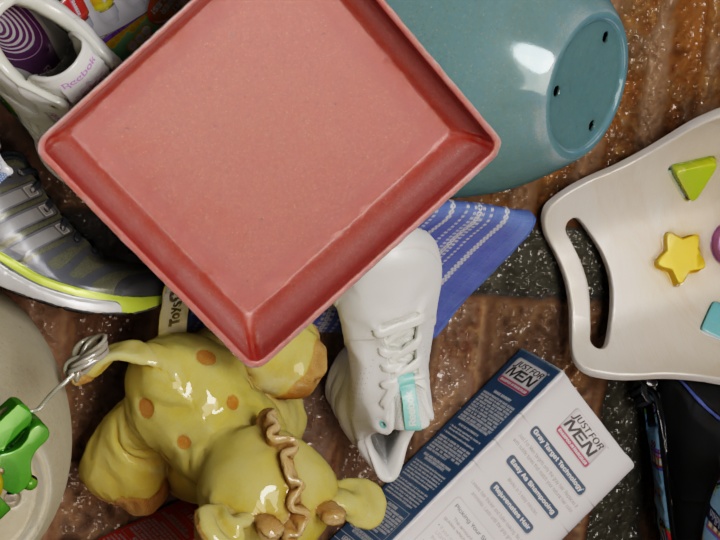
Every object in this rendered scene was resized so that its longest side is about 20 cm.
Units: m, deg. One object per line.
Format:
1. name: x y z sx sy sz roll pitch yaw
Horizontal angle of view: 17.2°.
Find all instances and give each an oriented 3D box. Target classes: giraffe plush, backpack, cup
1. giraffe plush: -0.070 0.116 1.440 0.172 0.162 0.200 -28 148 -13
2. backpack: 0.283 0.170 1.656 0.134 0.183 0.201 -13 112 -16
3. cup: -0.252 0.111 1.403 0.199 0.143 0.202 -7 107 -23

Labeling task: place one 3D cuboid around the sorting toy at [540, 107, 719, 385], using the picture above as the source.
1. sorting toy: 0.219 -0.008 1.628 0.179 0.107 0.201 -13 95 -8

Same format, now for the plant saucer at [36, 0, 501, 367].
1. plant saucer: -0.052 -0.076 1.353 0.200 0.037 0.200 -41 119 3

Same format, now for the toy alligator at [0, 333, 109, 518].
1. toy alligator: -0.207 0.115 1.310 0.200 0.059 0.054 -37 117 -12

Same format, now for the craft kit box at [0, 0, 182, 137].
1. craft kit box: -0.107 -0.121 1.468 0.200 0.048 0.198 -45 121 -8

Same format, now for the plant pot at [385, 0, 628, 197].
1. plant pot: 0.085 -0.130 1.460 0.200 0.134 0.201 -31 131 -44

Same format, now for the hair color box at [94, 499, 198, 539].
1. hair color box: -0.166 0.238 1.526 0.199 0.064 0.112 -24 114 -17

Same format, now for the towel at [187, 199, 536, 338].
1. towel: 0.000 0.000 1.500 0.199 0.024 0.145 4 144 -36

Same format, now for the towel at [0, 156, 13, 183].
1. towel: -0.297 -0.044 1.321 0.147 0.024 0.200 47 114 6

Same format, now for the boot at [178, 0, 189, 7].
1. boot: -0.104 -0.195 1.387 0.146 0.070 0.201 28 82 -29

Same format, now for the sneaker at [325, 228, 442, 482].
1. sneaker: 0.023 0.056 1.499 0.075 0.089 0.201 -11 144 -12

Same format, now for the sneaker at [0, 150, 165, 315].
1. sneaker: -0.200 -0.027 1.422 0.199 0.074 0.081 19 89 -19

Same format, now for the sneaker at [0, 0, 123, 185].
1. sneaker: -0.163 -0.096 1.368 0.200 0.100 0.075 42 83 -30

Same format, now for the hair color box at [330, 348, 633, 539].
1. hair color box: 0.081 0.162 1.624 0.200 0.060 0.100 -43 118 -9
